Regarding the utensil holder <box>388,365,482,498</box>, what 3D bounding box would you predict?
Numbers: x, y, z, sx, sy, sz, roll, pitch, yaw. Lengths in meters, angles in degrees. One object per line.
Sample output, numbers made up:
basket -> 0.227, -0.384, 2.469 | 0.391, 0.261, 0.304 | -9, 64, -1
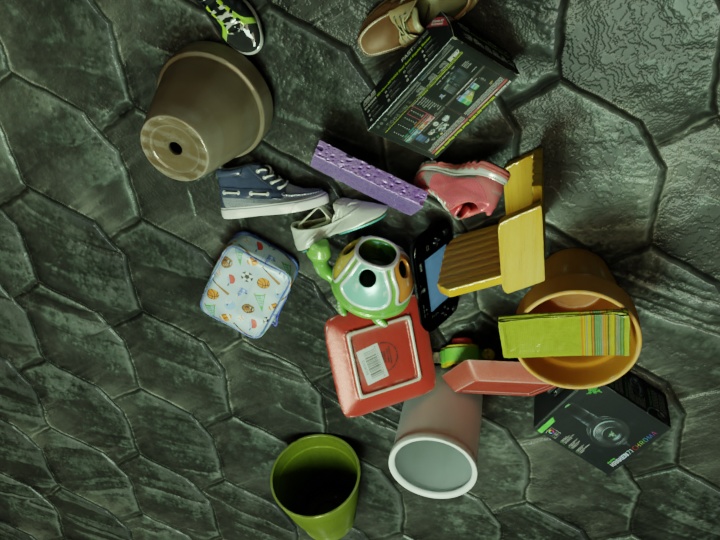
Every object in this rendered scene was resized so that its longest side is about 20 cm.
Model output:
utensil holder -> 0.153, 0.310, 1.483 | 0.168, 0.201, 0.171 | 7, 128, 9

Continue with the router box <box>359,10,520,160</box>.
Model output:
router box -> 0.117, -0.272, 1.143 | 0.149, 0.063, 0.200 | 16, 134, -38

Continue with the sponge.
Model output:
sponge -> 0.011, -0.153, 1.270 | 0.198, 0.112, 0.030 | 25, 84, -4

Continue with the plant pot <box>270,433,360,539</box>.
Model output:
plant pot -> -0.087, 0.508, 1.707 | 0.198, 0.202, 0.194 | 3, 137, 13

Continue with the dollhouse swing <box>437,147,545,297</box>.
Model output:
dollhouse swing -> 0.206, -0.077, 1.209 | 0.174, 0.201, 0.183 | -1, 123, 16

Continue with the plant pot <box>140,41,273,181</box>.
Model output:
plant pot -> -0.262, -0.239, 1.224 | 0.198, 0.174, 0.201 | 10, 133, 11

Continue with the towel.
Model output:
towel -> 0.319, 0.103, 1.187 | 0.198, 0.018, 0.087 | -4, 122, 17

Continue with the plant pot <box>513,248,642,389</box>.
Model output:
plant pot -> 0.361, 0.063, 1.274 | 0.198, 0.184, 0.202 | 7, 126, 10

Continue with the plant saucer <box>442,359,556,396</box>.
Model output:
plant saucer -> 0.266, 0.201, 1.388 | 0.197, 0.037, 0.200 | 4, 164, -6

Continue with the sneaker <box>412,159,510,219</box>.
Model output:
sneaker -> 0.147, -0.126, 1.214 | 0.073, 0.088, 0.199 | 22, 171, -35

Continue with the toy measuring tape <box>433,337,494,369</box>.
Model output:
toy measuring tape -> 0.160, 0.166, 1.465 | 0.198, 0.074, 0.074 | -4, 123, 17

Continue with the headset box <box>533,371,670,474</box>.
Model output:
headset box -> 0.451, 0.265, 1.445 | 0.199, 0.093, 0.174 | 33, 125, -8

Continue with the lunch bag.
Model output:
lunch bag -> -0.214, 0.034, 1.473 | 0.159, 0.076, 0.201 | 27, 125, -8

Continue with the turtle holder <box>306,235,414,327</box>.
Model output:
turtle holder -> 0.010, -0.004, 1.343 | 0.185, 0.140, 0.132 | 42, 150, 23

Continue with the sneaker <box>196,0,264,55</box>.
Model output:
sneaker -> -0.227, -0.413, 1.164 | 0.071, 0.083, 0.201 | -24, 116, 28

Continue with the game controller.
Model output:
game controller -> 0.133, 0.012, 1.351 | 0.042, 0.104, 0.202 | 13, 129, 33

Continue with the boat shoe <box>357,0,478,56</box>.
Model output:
boat shoe -> 0.081, -0.376, 1.115 | 0.199, 0.074, 0.076 | -23, 115, 27

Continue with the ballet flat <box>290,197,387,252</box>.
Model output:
ballet flat -> -0.047, -0.092, 1.352 | 0.199, 0.070, 0.070 | -21, 116, 30

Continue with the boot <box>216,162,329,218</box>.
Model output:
boot -> -0.158, -0.148, 1.339 | 0.198, 0.073, 0.091 | -7, 104, 6

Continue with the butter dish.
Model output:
butter dish -> 0.024, 0.149, 1.452 | 0.197, 0.148, 0.202 | -15, 104, -16
